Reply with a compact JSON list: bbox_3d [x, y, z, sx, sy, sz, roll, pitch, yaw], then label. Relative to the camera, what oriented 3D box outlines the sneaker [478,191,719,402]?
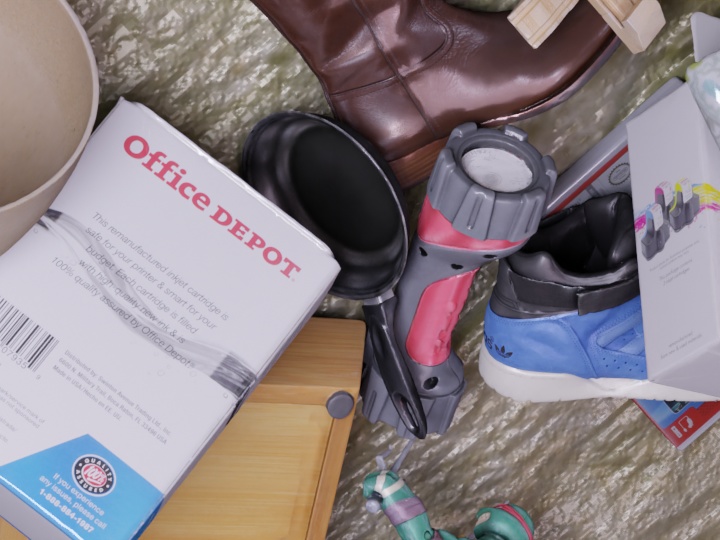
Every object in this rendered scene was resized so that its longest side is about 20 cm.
[{"bbox_3d":[0.169,0.011,1.560,0.199,0.077,0.112,-2,126,-11],"label":"sneaker"}]

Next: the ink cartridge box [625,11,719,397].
[{"bbox_3d":[0.215,-0.031,1.523,0.115,0.201,0.068,14,151,-30],"label":"ink cartridge box"}]

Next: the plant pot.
[{"bbox_3d":[-0.239,-0.061,1.350,0.199,0.201,0.135,1,143,-20],"label":"plant pot"}]

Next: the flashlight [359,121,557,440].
[{"bbox_3d":[0.052,0.012,1.512,0.068,0.068,0.201,-1,134,-18],"label":"flashlight"}]

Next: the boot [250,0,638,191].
[{"bbox_3d":[0.034,-0.163,1.458,0.186,0.064,0.200,-36,117,-2],"label":"boot"}]

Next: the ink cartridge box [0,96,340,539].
[{"bbox_3d":[-0.128,0.037,1.408,0.145,0.084,0.200,37,71,3],"label":"ink cartridge box"}]

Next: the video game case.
[{"bbox_3d":[0.187,-0.001,1.617,0.143,0.017,0.200,-41,121,4],"label":"video game case"}]

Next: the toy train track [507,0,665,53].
[{"bbox_3d":[0.096,-0.197,1.442,0.200,0.032,0.115,47,64,-16],"label":"toy train track"}]

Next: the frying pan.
[{"bbox_3d":[0.007,-0.008,1.480,0.190,0.115,0.031,51,51,1],"label":"frying pan"}]

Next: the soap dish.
[{"bbox_3d":[-0.099,0.101,1.529,0.199,0.081,0.158,4,114,-23],"label":"soap dish"}]

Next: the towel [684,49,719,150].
[{"bbox_3d":[0.281,-0.061,1.511,0.199,0.172,0.048,-22,169,-41],"label":"towel"}]

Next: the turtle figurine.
[{"bbox_3d":[0.034,0.179,1.569,0.200,0.100,0.150,-43,140,-26],"label":"turtle figurine"}]
